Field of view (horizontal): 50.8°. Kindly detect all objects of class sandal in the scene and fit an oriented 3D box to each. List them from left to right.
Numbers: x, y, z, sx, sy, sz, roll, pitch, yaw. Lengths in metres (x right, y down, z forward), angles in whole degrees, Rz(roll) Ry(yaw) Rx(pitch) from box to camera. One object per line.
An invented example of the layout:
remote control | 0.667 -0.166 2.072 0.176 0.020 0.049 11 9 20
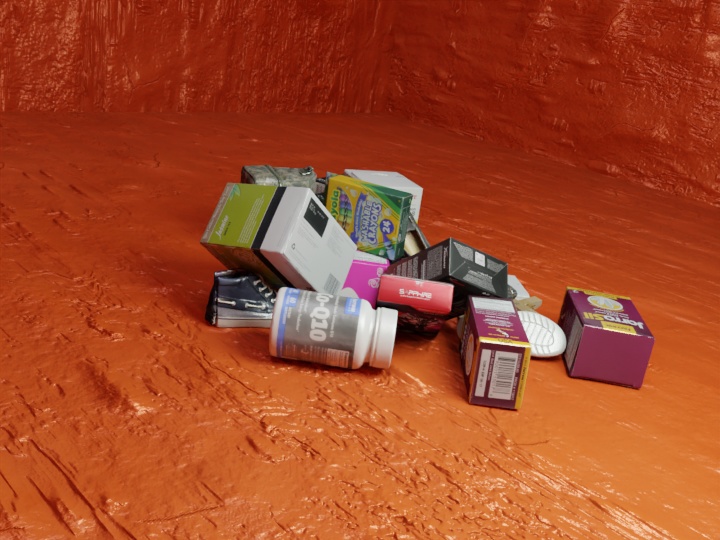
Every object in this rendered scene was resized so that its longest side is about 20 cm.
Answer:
sandal | 0.279 0.117 1.407 0.199 0.084 0.050 10 -24 9

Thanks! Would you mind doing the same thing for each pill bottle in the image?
pill bottle | -0.043 0.097 1.236 0.196 0.116 0.114 8 19 1

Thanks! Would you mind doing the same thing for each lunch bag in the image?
lunch bag | -0.181 -0.132 1.703 0.165 0.203 0.139 -4 25 -22

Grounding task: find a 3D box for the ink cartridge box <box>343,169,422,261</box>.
ink cartridge box | 0.037 -0.116 1.736 0.143 0.203 0.145 -1 21 -25

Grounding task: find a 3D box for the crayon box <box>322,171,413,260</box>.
crayon box | -0.002 -0.111 1.509 0.197 0.128 0.051 17 21 24

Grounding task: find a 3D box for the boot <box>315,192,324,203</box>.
boot | -0.082 -0.082 1.653 0.078 0.161 0.211 9 19 4

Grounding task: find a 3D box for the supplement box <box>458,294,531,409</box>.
supplement box | 0.219 0.129 1.259 0.084 0.112 0.200 7 19 0

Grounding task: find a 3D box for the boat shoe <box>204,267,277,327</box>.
boat shoe | -0.175 0.047 1.353 0.197 0.094 0.075 -2 21 -26

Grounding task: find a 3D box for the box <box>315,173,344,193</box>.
box | -0.017 -0.175 1.997 0.147 0.126 0.199 21 22 29

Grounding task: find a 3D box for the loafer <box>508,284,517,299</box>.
loafer | 0.233 0.034 1.542 0.071 0.074 0.199 -7 22 -29

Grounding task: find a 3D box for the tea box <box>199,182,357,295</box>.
tea box | -0.146 -0.047 1.384 0.194 0.135 0.200 8 -25 33

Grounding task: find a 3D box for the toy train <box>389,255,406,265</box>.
toy train | 0.120 -0.019 1.703 0.197 0.035 0.046 -13 14 -25

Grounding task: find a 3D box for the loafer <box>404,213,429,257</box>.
loafer | 0.092 -0.089 1.616 0.200 0.073 0.072 48 2 -12

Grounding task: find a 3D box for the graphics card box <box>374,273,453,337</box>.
graphics card box | 0.087 0.065 1.323 0.123 0.052 0.200 8 -17 0

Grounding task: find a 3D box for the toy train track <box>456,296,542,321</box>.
toy train track | 0.280 0.089 1.527 0.197 0.033 0.115 -11 26 -26

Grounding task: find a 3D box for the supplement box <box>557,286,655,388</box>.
supplement box | 0.443 0.118 1.397 0.129 0.105 0.200 10 20 2

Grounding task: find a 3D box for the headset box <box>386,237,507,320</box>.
headset box | 0.150 0.025 1.398 0.147 0.078 0.199 22 -30 -32

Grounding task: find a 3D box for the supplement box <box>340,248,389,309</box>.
supplement box | 0.000 0.000 1.546 0.101 0.103 0.200 8 20 -3

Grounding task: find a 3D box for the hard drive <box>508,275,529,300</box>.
hard drive | 0.260 0.033 1.680 0.196 0.027 0.132 7 19 -7
